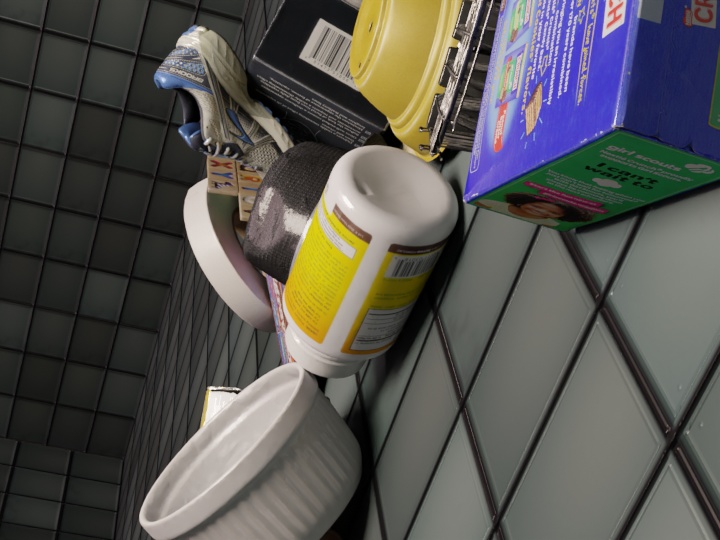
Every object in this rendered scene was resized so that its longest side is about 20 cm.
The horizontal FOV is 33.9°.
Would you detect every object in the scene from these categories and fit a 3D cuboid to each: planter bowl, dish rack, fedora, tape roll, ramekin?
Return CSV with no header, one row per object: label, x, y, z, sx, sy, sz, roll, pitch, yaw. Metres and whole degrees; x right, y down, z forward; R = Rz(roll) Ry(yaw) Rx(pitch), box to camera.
planter bowl,0.042,-0.200,1.015,0.200,0.083,0.201,-168,90,-76
dish rack,0.084,-0.150,0.827,0.200,0.054,0.154,-77,2,-77
fedora,-0.050,-0.053,1.145,0.201,0.091,0.201,-59,-14,-25
tape roll,-0.135,-0.021,1.420,0.037,0.203,0.203,-30,34,19
ramekin,-0.090,0.188,1.057,0.200,0.105,0.200,-41,12,10

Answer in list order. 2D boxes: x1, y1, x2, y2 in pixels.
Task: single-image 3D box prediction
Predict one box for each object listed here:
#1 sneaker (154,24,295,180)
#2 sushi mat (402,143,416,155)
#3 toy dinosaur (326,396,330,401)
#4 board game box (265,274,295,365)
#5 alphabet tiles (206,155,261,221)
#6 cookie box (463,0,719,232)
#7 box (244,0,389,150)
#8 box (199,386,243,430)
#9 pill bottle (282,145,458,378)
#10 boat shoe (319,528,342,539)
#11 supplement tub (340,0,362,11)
sneaker,-0.136,-0.140,1.177,0.085,0.200,0.077,-46,28,-20
sushi mat,0.072,-0.173,1.074,0.200,0.012,0.096,117,160,-45
toy dinosaur,-0.056,0.196,1.204,0.106,0.060,0.201,32,116,50
board game box,-0.080,0.054,1.306,0.103,0.019,0.201,-169,68,-76
alphabet tiles,-0.088,-0.091,1.321,0.200,0.167,0.008,-106,26,-64
cookie box,0.134,-0.122,0.632,0.200,0.075,0.172,156,126,-75
box,-0.045,-0.190,1.236,0.107,0.148,0.200,-65,9,-19
box,-0.145,0.251,1.346,0.160,0.049,0.201,56,-142,-63
pill bottle,0.000,0.000,0.999,0.109,0.109,0.200,-91,20,-46
boat shoe,-0.062,0.271,1.108,0.068,0.072,0.200,-58,11,-19
supplement tub,0.014,-0.319,1.193,0.200,0.132,0.132,169,113,-76
